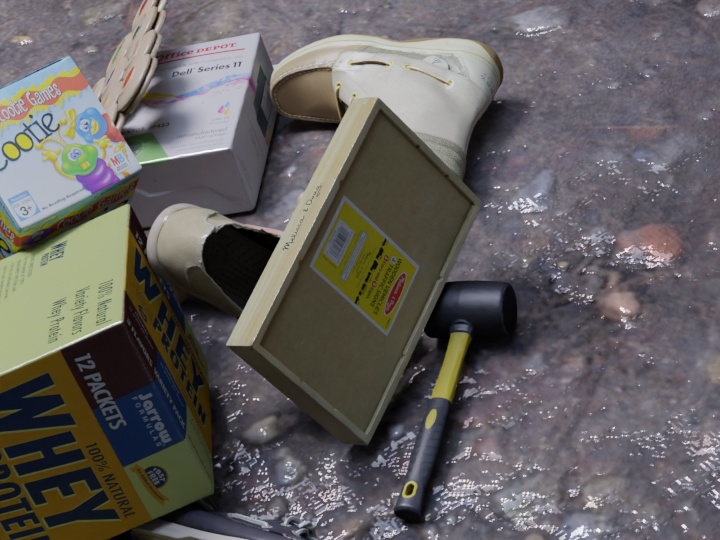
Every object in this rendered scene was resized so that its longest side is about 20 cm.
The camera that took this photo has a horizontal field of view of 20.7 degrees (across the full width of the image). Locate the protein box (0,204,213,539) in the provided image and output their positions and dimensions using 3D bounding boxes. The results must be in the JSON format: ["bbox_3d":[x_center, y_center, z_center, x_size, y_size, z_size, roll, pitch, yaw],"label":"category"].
[{"bbox_3d":[-0.215,0.086,1.307,0.199,0.136,0.199,-24,23,5],"label":"protein box"}]

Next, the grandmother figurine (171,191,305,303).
[{"bbox_3d":[-0.049,-0.004,1.462,0.198,0.061,0.122,8,73,27],"label":"grandmother figurine"}]

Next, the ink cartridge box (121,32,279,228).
[{"bbox_3d":[-0.134,-0.129,1.635,0.116,0.068,0.201,-9,39,15],"label":"ink cartridge box"}]

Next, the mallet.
[{"bbox_3d":[0.047,0.083,1.331,0.065,0.041,0.201,4,48,28],"label":"mallet"}]

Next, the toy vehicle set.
[{"bbox_3d":[0.000,0.000,1.327,0.026,0.124,0.201,0,55,47],"label":"toy vehicle set"}]

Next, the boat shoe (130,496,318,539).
[{"bbox_3d":[-0.057,0.171,1.237,0.199,0.073,0.063,9,49,38],"label":"boat shoe"}]

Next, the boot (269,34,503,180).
[{"bbox_3d":[0.003,-0.113,1.559,0.198,0.072,0.155,-1,44,22],"label":"boot"}]

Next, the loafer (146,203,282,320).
[{"bbox_3d":[-0.050,0.016,1.343,0.068,0.199,0.076,19,88,66],"label":"loafer"}]

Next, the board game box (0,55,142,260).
[{"bbox_3d":[-0.242,-0.050,1.454,0.104,0.200,0.103,-29,76,-25],"label":"board game box"}]

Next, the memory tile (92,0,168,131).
[{"bbox_3d":[-0.204,-0.146,1.633,0.154,0.017,0.201,-55,17,24],"label":"memory tile"}]
